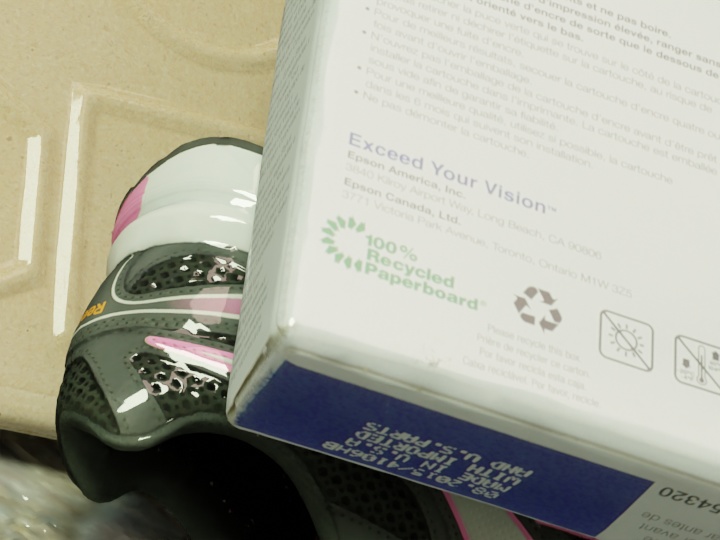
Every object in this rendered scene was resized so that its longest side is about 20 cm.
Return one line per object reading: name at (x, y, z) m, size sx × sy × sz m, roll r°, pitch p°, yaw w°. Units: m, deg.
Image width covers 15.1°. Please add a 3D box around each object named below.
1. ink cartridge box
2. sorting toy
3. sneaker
ink cartridge box at (0.078, -0.029, 0.598) m, size 0.196 × 0.043 × 0.200 m, roll 18°, pitch 52°, yaw -14°
sorting toy at (-0.073, -0.047, 0.647) m, size 0.200 × 0.036 × 0.186 m, roll 16°, pitch 64°, yaw -30°
sneaker at (0.014, 0.066, 0.590) m, size 0.200 × 0.080 × 0.086 m, roll 34°, pitch 48°, yaw -4°
